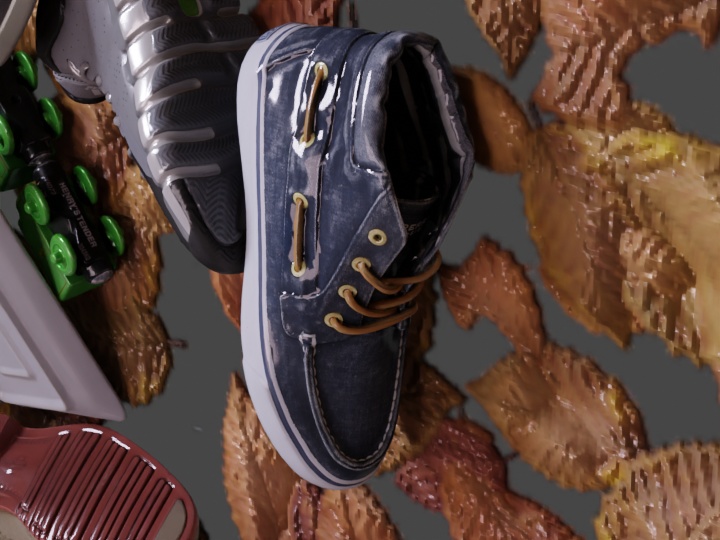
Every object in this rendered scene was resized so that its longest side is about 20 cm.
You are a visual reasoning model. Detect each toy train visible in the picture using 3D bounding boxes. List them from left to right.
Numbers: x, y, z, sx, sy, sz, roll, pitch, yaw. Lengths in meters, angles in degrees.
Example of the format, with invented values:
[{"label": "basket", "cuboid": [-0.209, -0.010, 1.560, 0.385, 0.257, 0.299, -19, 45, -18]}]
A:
[{"label": "toy train", "cuboid": [-0.182, -0.076, 0.908, 0.201, 0.042, 0.056, 61, 149, 10]}]

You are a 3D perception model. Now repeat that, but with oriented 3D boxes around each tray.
[{"label": "tray", "cuboid": [-0.206, 0.004, 0.922, 0.107, 0.022, 0.201, 2, 129, 45]}]

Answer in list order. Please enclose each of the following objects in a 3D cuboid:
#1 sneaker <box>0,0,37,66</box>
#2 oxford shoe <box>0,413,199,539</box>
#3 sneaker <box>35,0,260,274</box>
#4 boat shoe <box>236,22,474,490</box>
[{"label": "sneaker", "cuboid": [-0.181, -0.197, 0.775, 0.075, 0.106, 0.201, -130, 51, -72]}, {"label": "oxford shoe", "cuboid": [-0.157, 0.128, 0.958, 0.199, 0.071, 0.075, 15, 151, 36]}, {"label": "sneaker", "cuboid": [-0.094, -0.082, 0.794, 0.115, 0.075, 0.201, -32, 71, 53]}, {"label": "boat shoe", "cuboid": [0.000, 0.000, 0.712, 0.091, 0.071, 0.202, 8, 109, 50]}]
